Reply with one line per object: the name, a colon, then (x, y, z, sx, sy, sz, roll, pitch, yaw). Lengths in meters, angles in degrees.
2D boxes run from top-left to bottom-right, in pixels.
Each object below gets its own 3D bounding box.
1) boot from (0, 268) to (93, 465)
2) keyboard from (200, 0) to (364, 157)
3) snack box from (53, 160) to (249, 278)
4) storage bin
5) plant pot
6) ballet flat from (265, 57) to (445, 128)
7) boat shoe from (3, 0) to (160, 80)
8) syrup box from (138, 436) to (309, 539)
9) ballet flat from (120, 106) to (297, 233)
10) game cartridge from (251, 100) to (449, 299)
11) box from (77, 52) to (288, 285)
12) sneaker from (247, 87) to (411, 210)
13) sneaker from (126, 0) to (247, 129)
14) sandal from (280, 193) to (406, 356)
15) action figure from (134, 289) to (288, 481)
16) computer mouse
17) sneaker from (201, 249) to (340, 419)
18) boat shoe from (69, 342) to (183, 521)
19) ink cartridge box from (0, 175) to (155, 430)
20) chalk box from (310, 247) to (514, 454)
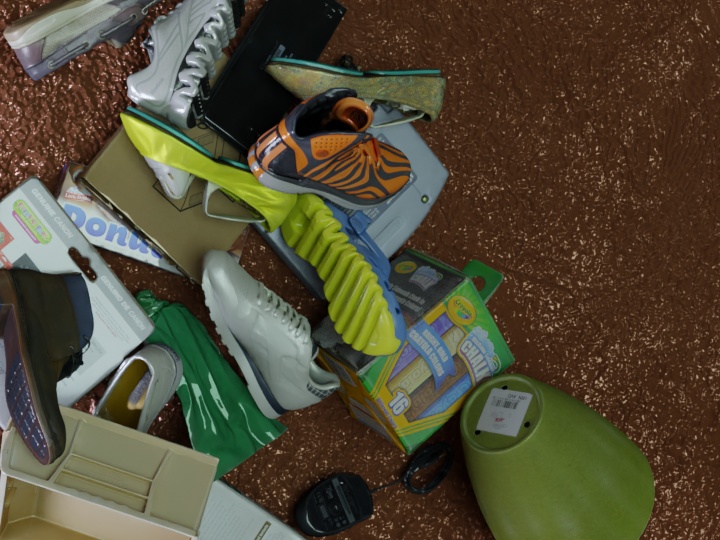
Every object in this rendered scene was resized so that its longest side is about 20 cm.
boot: (-0.274, 0.078, 1.480, 0.097, 0.075, 0.201, -7, 60, -30)
keyboard: (-0.072, -0.200, 1.681, 0.127, 0.021, 0.200, 37, 69, -18)
snack box: (-0.213, -0.043, 1.649, 0.199, 0.024, 0.072, 20, 83, -23)
storage bin: (-0.249, 0.236, 1.534, 0.198, 0.200, 0.094, 19, 47, -1)
plant pot: (0.185, 0.196, 1.709, 0.187, 0.187, 0.200, -51, 135, -11)
ballet flat: (-0.003, -0.178, 1.669, 0.199, 0.071, 0.071, 1, 94, -27)
boat shoe: (-0.248, -0.248, 1.600, 0.200, 0.072, 0.065, -29, 116, -21)
syrup box: (-0.146, 0.258, 1.670, 0.200, 0.079, 0.082, 39, 81, -20)
ballet flat: (-0.154, -0.092, 1.608, 0.199, 0.067, 0.067, 24, 91, -25)
game cartridge: (-0.005, -0.071, 1.729, 0.200, 0.041, 0.133, -44, 105, -14)
box: (-0.164, -0.113, 1.649, 0.163, 0.021, 0.200, 43, 69, -18)
sneaker: (-0.005, -0.121, 1.622, 0.199, 0.112, 0.078, -1, 61, -43)
sneaker: (-0.167, -0.239, 1.617, 0.081, 0.075, 0.201, 19, 67, 7)
sandal: (0.000, 0.000, 1.641, 0.087, 0.080, 0.200, 2, 49, -42)
action figure: (-0.168, 0.105, 1.652, 0.118, 0.055, 0.200, -31, 90, -49)
computer mouse: (0.016, 0.235, 1.767, 0.199, 0.034, 0.059, -19, 84, -25)
sneaker: (-0.093, 0.054, 1.631, 0.080, 0.077, 0.200, -19, 121, 17)
boat shoe: (-0.243, 0.162, 1.598, 0.071, 0.070, 0.200, 36, 104, 13)
ink cartridge box: (-0.327, 0.035, 1.576, 0.175, 0.084, 0.200, -40, 108, -14)
chalk box: (0.067, 0.068, 1.709, 0.200, 0.124, 0.124, -39, 122, -14)
